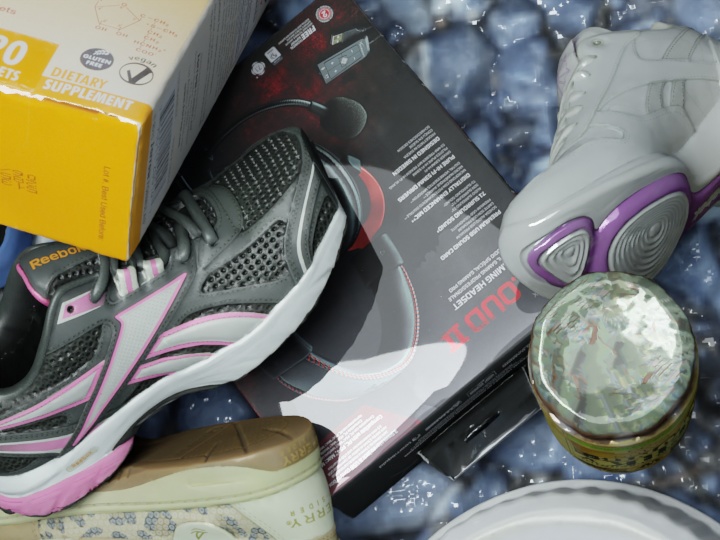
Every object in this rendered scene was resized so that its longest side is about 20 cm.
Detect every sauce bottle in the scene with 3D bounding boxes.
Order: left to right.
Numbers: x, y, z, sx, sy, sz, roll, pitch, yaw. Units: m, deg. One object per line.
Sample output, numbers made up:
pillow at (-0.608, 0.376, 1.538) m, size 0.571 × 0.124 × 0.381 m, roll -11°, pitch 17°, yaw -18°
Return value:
sauce bottle at (0.103, 0.047, 0.863) m, size 0.064 × 0.200 × 0.065 m, roll -2°, pitch 80°, yaw 9°

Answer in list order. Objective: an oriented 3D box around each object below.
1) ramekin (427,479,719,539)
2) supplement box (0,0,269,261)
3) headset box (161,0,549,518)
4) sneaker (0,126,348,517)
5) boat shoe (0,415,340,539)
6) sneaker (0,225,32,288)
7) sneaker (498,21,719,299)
ramekin at (0.088, 0.182, 0.891) m, size 0.201 × 0.094 × 0.204 m, roll -2°, pitch 78°, yaw 10°
supplement box at (-0.116, -0.107, 0.883) m, size 0.125 × 0.074 × 0.201 m, roll 15°, pitch 42°, yaw 6°
headset box at (0.000, 0.000, 0.955) m, size 0.148 × 0.075 × 0.200 m, roll -38°, pitch 75°, yaw 0°
sneaker at (-0.094, 0.013, 0.871) m, size 0.200 × 0.086 × 0.080 m, roll -45°, pitch 42°, yaw -1°
boat shoe at (-0.096, 0.108, 0.926) m, size 0.199 × 0.073 × 0.063 m, roll -11°, pitch 102°, yaw 40°
sneaker at (-0.224, -0.080, 1.009) m, size 0.070 × 0.078 × 0.201 m, roll -34°, pitch 75°, yaw 2°
sneaker at (0.106, -0.050, 0.916) m, size 0.099 × 0.200 × 0.075 m, roll 35°, pitch 130°, yaw 21°
